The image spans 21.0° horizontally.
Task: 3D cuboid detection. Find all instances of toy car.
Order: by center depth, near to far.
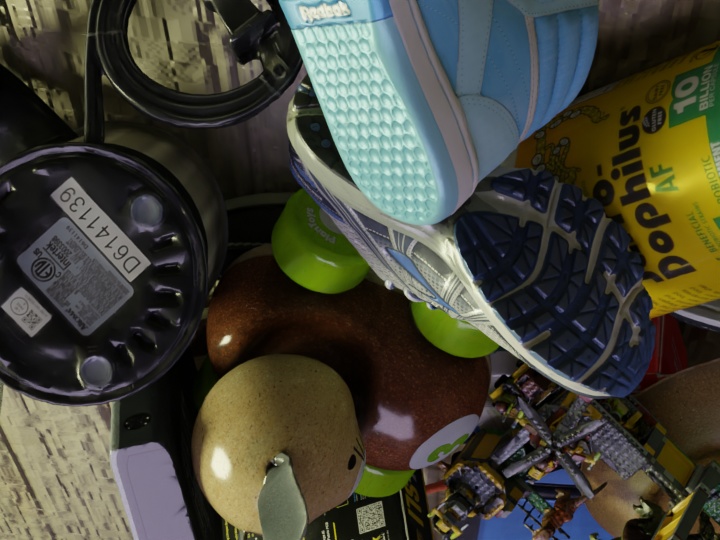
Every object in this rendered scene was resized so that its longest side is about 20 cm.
[{"bbox_3d":[-0.022,0.090,0.989,0.157,0.200,0.164,24,135,-6],"label":"toy car"}]

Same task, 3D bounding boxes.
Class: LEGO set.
[{"bbox_3d":[0.124,0.152,1.039,0.154,0.116,0.200,-36,96,37],"label":"LEGO set"}]

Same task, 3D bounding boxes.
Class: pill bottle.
[{"bbox_3d":[0.135,-0.035,0.915,0.113,0.113,0.200,28,148,-36],"label":"pill bottle"}]

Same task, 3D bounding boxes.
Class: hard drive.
[{"bbox_3d":[-0.104,0.099,1.067,0.033,0.200,0.140,-13,118,1],"label":"hard drive"}]

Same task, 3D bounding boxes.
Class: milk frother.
[{"bbox_3d":[-0.101,-0.054,0.932,0.200,0.181,0.188,-25,-172,2],"label":"milk frother"}]

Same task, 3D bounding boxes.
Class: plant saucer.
[{"bbox_3d":[0.227,0.123,1.111,0.200,0.036,0.201,-3,138,-2],"label":"plant saucer"}]

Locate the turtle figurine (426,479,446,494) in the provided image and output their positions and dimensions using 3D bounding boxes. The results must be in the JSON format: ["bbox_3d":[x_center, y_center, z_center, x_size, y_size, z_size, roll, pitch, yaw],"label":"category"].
[{"bbox_3d":[0.133,0.164,1.374,0.199,0.065,0.161,9,154,-3],"label":"turtle figurine"}]

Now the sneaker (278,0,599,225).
[{"bbox_3d":[0.031,-0.134,0.798,0.079,0.130,0.200,14,129,47],"label":"sneaker"}]

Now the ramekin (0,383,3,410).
[{"bbox_3d":[-0.256,0.027,1.057,0.097,0.201,0.200,-1,154,-1],"label":"ramekin"}]

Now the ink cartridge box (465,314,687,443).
[{"bbox_3d":[0.127,0.054,1.149,0.199,0.067,0.116,-1,155,16],"label":"ink cartridge box"}]

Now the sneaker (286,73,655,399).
[{"bbox_3d":[0.048,-0.015,0.878,0.200,0.077,0.085,42,158,0],"label":"sneaker"}]

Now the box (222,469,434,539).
[{"bbox_3d":[-0.041,0.139,1.179,0.159,0.200,0.049,-22,142,17],"label":"box"}]

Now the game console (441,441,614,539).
[{"bbox_3d":[0.157,0.172,1.197,0.199,0.119,0.172,4,168,-10],"label":"game console"}]

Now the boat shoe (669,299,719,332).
[{"bbox_3d":[0.252,0.018,1.037,0.199,0.076,0.060,5,148,6],"label":"boat shoe"}]

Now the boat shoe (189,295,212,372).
[{"bbox_3d":[-0.064,0.039,1.174,0.202,0.075,0.075,-3,118,34],"label":"boat shoe"}]

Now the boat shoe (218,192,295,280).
[{"bbox_3d":[0.000,0.000,1.080,0.201,0.061,0.072,3,154,8],"label":"boat shoe"}]
